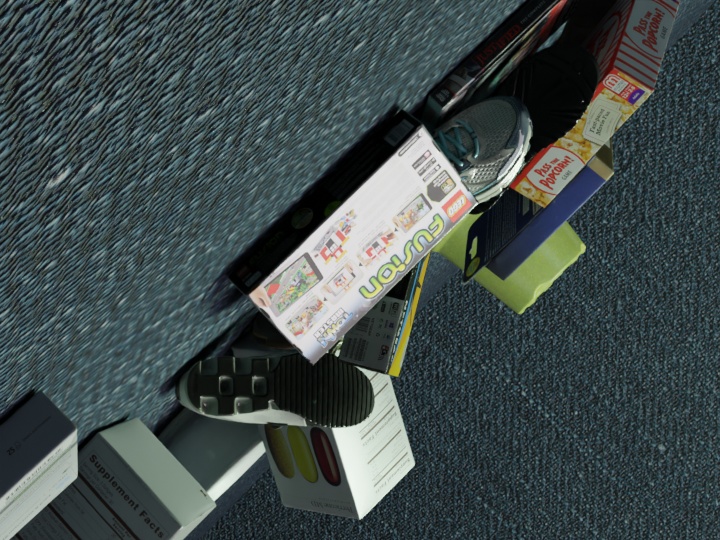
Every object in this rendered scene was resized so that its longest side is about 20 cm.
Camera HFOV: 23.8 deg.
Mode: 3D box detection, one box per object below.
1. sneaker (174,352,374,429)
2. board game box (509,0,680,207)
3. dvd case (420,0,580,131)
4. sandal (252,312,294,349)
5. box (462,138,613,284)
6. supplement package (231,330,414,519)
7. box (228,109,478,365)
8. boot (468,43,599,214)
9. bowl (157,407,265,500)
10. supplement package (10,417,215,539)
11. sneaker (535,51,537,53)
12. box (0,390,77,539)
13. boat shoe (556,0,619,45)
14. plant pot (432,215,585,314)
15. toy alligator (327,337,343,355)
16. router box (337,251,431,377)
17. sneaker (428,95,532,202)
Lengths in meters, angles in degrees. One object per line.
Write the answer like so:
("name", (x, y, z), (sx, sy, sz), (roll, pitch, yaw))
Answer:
("sneaker", (-0.086, 0.117, 1.678), (0.088, 0.199, 0.075), (158, -62, -67))
("board game box", (0.225, -0.174, 1.631), (0.200, 0.046, 0.152), (-51, -167, 50))
("dvd case", (0.131, -0.196, 1.543), (0.200, 0.022, 0.146), (-45, 175, -10))
("sandal", (-0.047, 0.010, 1.551), (0.081, 0.055, 0.200), (-3, -151, 22))
("box", (0.180, -0.070, 1.740), (0.200, 0.032, 0.121), (-45, -162, 28))
("supplement package", (-0.037, 0.145, 1.803), (0.113, 0.201, 0.109), (2, -151, 39))
("box", (-0.004, -0.026, 1.417), (0.200, 0.035, 0.110), (-44, 133, -4))
("boot", (0.152, -0.145, 1.591), (0.199, 0.073, 0.163), (-51, -177, 23))
("bowl", (-0.163, 0.189, 1.904), (0.201, 0.090, 0.201), (-43, 175, -5))
("supplement package", (-0.248, 0.248, 1.550), (0.200, 0.117, 0.117), (-45, 174, 8))
("sneaker", (0.169, -0.170, 1.803), (0.200, 0.080, 0.115), (-49, 176, -47))
("box", (-0.268, 0.168, 1.204), (0.156, 0.041, 0.200), (-43, 174, -17))
("boat shoe", (0.243, -0.266, 1.697), (0.200, 0.074, 0.074), (122, -11, -52))
("plant pot", (0.198, -0.049, 2.321), (0.200, 0.184, 0.200), (-44, 175, -4))
("toy alligator", (0.000, 0.000, 1.721), (0.054, 0.059, 0.201), (17, -99, 53))
("router box", (0.034, -0.003, 1.620), (0.149, 0.051, 0.201), (35, 70, -83))
("sneaker", (0.061, -0.084, 1.488), (0.200, 0.078, 0.086), (-36, 161, 16))
